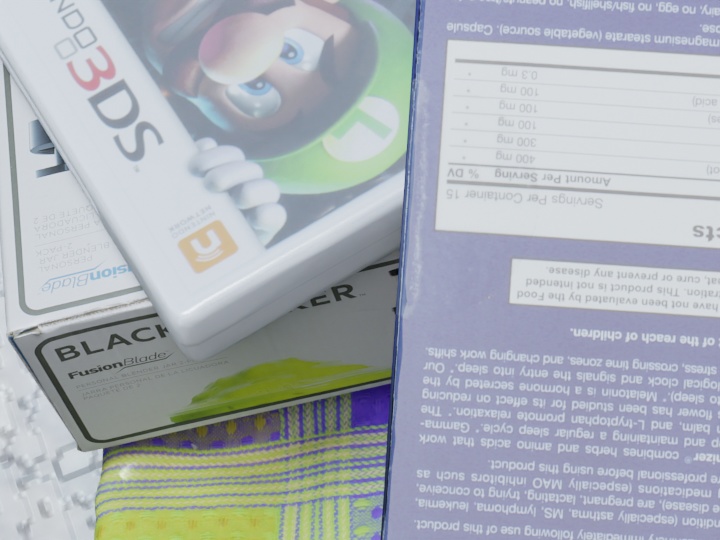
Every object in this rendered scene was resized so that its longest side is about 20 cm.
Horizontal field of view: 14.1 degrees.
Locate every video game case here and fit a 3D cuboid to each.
[{"bbox_3d":[0.003,-0.093,0.729,0.199,0.023,0.182,-30,56,-7],"label":"video game case"}]

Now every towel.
[{"bbox_3d":[0.000,0.000,0.769,0.143,0.023,0.201,-5,56,12],"label":"towel"}]

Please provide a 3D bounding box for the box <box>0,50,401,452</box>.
[{"bbox_3d":[-0.037,-0.061,0.769,0.116,0.060,0.201,-14,55,5],"label":"box"}]

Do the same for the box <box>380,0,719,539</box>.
[{"bbox_3d":[0.068,0.004,0.649,0.120,0.032,0.201,4,84,2],"label":"box"}]
